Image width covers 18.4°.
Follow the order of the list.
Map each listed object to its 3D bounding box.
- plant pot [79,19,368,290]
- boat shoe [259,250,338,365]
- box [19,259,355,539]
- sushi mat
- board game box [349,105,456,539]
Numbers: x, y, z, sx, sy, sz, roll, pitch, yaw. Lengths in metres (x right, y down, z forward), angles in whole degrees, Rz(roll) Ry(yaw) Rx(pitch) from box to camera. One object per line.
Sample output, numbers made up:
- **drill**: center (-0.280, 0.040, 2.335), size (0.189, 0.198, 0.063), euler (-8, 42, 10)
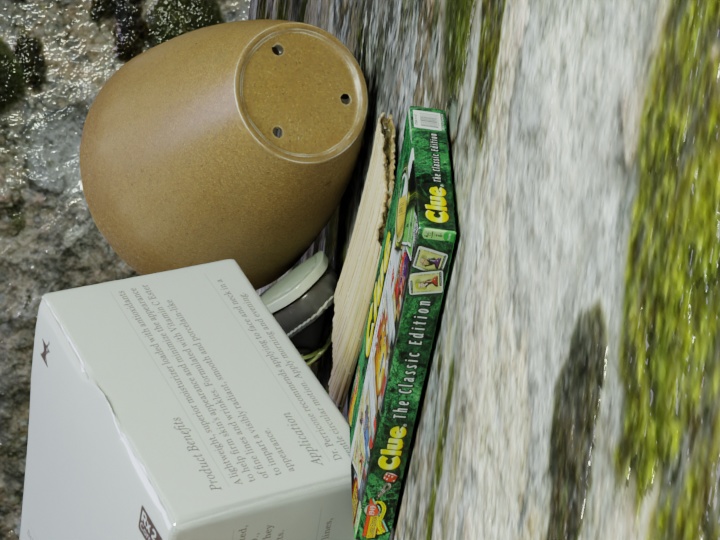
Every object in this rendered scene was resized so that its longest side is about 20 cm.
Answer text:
- **plant pot**: center (-0.073, -0.094, 1.491), size (0.200, 0.185, 0.188), euler (150, 127, -64)
- **boat shoe**: center (-0.047, 0.038, 1.549), size (0.072, 0.061, 0.201), euler (-40, 2, -18)
- **box**: center (-0.099, 0.137, 1.282), size (0.199, 0.130, 0.201), euler (53, 143, 42)
- **sushi mat**: center (0.000, 0.000, 1.358), size (0.201, 0.012, 0.096), euler (105, 170, -56)
- **board game box**: center (0.019, 0.029, 1.123), size (0.105, 0.023, 0.201), euler (-89, 8, -54)
